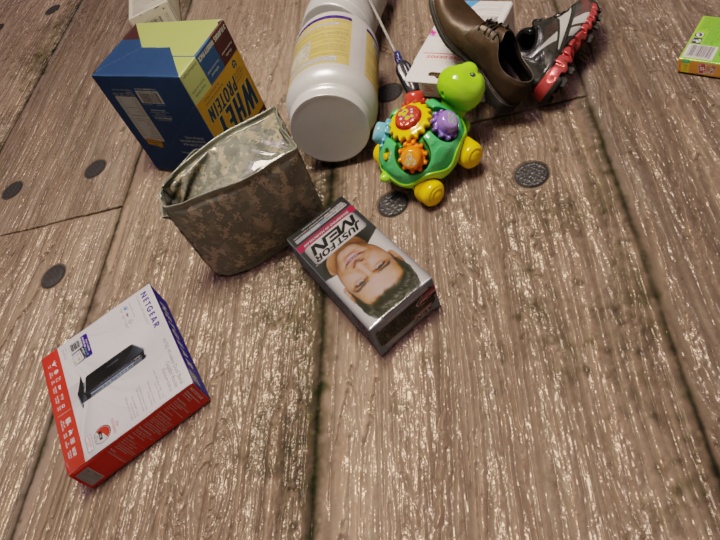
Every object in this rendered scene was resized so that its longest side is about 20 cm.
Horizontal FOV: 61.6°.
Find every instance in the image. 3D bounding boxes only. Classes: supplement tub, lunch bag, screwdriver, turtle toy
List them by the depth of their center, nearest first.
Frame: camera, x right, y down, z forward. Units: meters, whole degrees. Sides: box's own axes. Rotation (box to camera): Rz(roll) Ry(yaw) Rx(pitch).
[{"bbox_3d":[-0.163,-0.098,0.837,0.196,0.165,0.119,-29,54,-3],"label":"lunch bag"},{"bbox_3d":[0.097,-0.198,0.840,0.200,0.101,0.146,-44,51,-2],"label":"turtle toy"},{"bbox_3d":[-0.041,-0.287,0.945,0.141,0.147,0.204,-8,51,15],"label":"supplement tub"},{"bbox_3d":[0.055,-0.376,1.002,0.028,0.028,0.205,-17,75,-4],"label":"screwdriver"},{"bbox_3d":[-0.021,-0.484,1.095,0.128,0.133,0.204,3,55,23],"label":"supplement tub"}]

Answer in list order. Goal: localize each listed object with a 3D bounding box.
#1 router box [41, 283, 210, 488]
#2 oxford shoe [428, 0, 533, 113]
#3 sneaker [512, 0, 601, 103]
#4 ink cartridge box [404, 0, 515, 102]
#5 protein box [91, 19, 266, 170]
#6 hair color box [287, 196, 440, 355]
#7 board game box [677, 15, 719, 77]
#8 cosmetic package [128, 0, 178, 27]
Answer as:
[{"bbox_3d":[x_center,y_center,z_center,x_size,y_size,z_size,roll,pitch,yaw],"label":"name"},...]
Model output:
[{"bbox_3d":[-0.311,0.142,0.790,0.178,0.049,0.200,-36,50,-7],"label":"router box"},{"bbox_3d":[0.173,-0.325,0.840,0.072,0.084,0.201,-40,90,-25],"label":"oxford shoe"},{"bbox_3d":[0.285,-0.343,0.891,0.097,0.071,0.203,34,69,2],"label":"sneaker"},{"bbox_3d":[0.159,-0.335,0.952,0.113,0.068,0.203,14,60,28],"label":"ink cartridge box"},{"bbox_3d":[-0.286,-0.280,0.999,0.194,0.202,0.137,10,58,27],"label":"protein box"},{"bbox_3d":[0.000,0.000,0.768,0.098,0.061,0.200,-38,51,-10],"label":"hair color box"},{"bbox_3d":[0.537,-0.286,0.795,0.197,0.030,0.096,23,66,36],"label":"board game box"},{"bbox_3d":[-0.485,-0.627,1.424,0.101,0.074,0.203,-21,49,5],"label":"cosmetic package"}]
